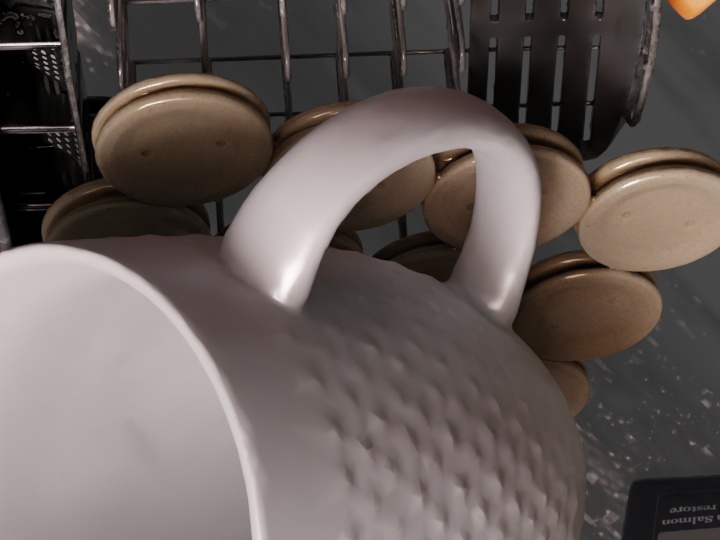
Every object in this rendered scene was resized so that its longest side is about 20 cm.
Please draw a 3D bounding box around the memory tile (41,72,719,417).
[{"bbox_3d":[0.000,0.000,0.766,0.199,0.017,0.153,8,143,-21],"label":"memory tile"}]

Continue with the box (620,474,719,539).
[{"bbox_3d":[0.146,0.198,0.811,0.117,0.200,0.197,-5,118,14],"label":"box"}]

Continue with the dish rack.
[{"bbox_3d":[-0.011,-0.057,0.742,0.199,0.055,0.154,-3,146,-1],"label":"dish rack"}]

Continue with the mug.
[{"bbox_3d":[-0.013,0.042,0.692,0.148,0.175,0.201,36,113,33],"label":"mug"}]

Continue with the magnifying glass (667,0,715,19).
[{"bbox_3d":[0.037,-0.152,0.743,0.200,0.022,0.080,43,118,-14],"label":"magnifying glass"}]

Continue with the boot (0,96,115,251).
[{"bbox_3d":[-0.070,0.029,0.838,0.199,0.072,0.167,5,111,-4],"label":"boot"}]
